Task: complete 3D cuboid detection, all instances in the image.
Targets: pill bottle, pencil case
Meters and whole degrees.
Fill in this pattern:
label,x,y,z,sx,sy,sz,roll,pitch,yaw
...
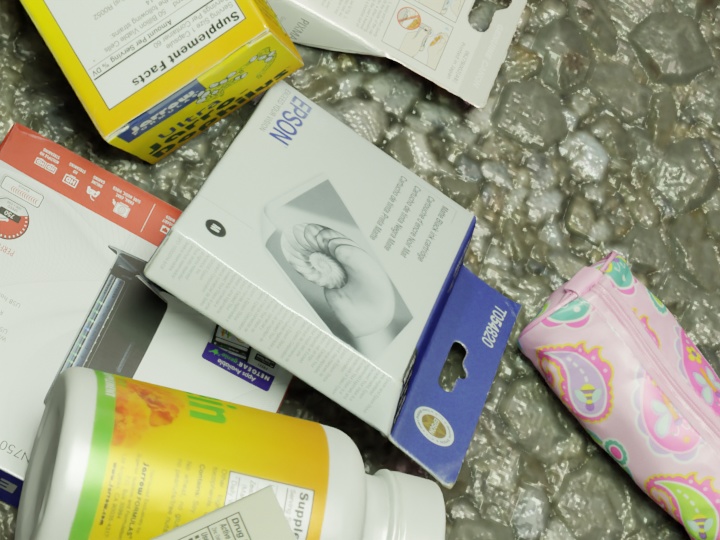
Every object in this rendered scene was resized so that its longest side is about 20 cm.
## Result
label,x,y,z,sx,sy,sz,roll,pitch,yaw
pill bottle,-0.064,0.123,1.104,0.199,0.111,0.112,14,66,-15
pencil case,0.180,0.086,1.277,0.087,0.087,0.200,-38,85,-27

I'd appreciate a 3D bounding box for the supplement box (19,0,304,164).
label,x,y,z,sx,sy,sz,roll,pitch,yaw
supplement box,-0.133,-0.176,1.230,0.108,0.110,0.201,-32,82,6

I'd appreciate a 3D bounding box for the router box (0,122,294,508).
label,x,y,z,sx,sy,sz,roll,pitch,yaw
router box,-0.140,0.046,1.196,0.199,0.049,0.180,28,63,-8

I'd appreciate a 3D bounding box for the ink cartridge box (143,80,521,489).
label,x,y,z,sx,sy,sz,roll,pitch,yaw
ink cartridge box,0.000,0.000,1.219,0.199,0.041,0.200,35,32,-6

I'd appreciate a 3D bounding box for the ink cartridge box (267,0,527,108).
label,x,y,z,sx,sy,sz,roll,pitch,yaw
ink cartridge box,0.007,-0.199,1.349,0.199,0.050,0.162,29,63,-12

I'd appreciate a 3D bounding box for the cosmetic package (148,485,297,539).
label,x,y,z,sx,sy,sz,roll,pitch,yaw
cosmetic package,-0.104,0.194,0.991,0.199,0.088,0.104,-23,41,-5
